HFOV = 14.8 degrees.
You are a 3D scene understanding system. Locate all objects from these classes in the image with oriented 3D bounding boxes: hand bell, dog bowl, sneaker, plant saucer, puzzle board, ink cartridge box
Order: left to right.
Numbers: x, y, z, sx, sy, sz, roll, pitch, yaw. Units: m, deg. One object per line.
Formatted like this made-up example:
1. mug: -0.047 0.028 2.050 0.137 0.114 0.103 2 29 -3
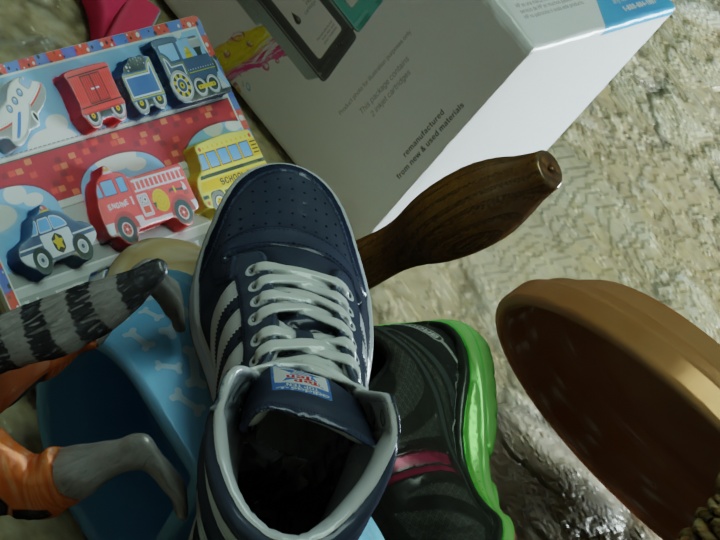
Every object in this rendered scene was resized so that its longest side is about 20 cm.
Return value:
1. puzzle board: -0.096 -0.028 1.188 0.200 0.017 0.151 -22 86 -54
2. dog bowl: -0.057 0.095 1.048 0.049 0.112 0.200 -20 66 -37
3. sneaker: -0.024 0.031 0.969 0.070 0.109 0.201 7 60 -7
4. hand bell: 0.000 0.000 1.108 0.104 0.199 0.105 29 48 -39
5. ink cartridge box: 0.018 -0.145 1.362 0.200 0.146 0.146 51 34 14
6. sneaker: 0.017 0.099 1.165 0.083 0.077 0.201 11 38 -14
7. plant saucer: 0.143 0.073 1.222 0.200 0.200 0.037 44 75 3

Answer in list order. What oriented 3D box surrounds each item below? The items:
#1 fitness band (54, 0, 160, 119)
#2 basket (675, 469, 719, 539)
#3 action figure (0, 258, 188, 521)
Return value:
1. fitness band: -0.169 -0.122 1.246 0.143 0.037 0.200 34 33 -8
2. basket: 0.190 0.204 1.105 0.142 0.149 0.200 22 23 -31
3. action figure: -0.159 0.024 0.983 0.192 0.105 0.201 -4 50 -1
